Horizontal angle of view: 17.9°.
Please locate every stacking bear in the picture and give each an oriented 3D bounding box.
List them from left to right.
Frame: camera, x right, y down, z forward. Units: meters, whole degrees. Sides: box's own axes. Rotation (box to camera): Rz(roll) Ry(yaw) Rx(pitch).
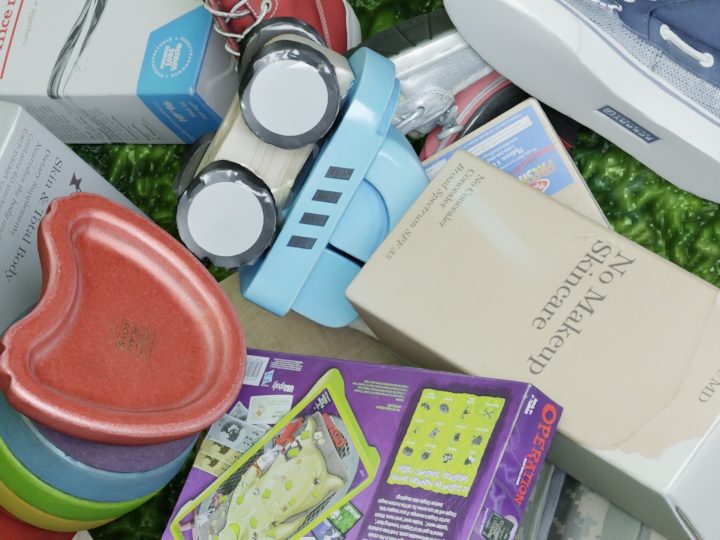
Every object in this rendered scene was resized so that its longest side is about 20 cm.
[{"bbox_3d":[-0.144,0.075,1.092,0.200,0.113,0.122,-48,23,47],"label":"stacking bear"}]

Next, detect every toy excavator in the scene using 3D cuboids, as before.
[{"bbox_3d":[0.000,0.000,1.114,0.195,0.199,0.100,-61,10,10],"label":"toy excavator"}]

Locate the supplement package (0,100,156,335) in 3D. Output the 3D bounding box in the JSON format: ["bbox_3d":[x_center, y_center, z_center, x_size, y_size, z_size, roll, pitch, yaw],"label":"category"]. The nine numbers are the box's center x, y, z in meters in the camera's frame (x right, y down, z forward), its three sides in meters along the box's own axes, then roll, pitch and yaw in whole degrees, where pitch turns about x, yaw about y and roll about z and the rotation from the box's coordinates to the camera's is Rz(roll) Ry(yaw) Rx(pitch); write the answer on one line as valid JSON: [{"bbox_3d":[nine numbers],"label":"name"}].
[{"bbox_3d":[-0.214,0.009,1.237,0.150,0.200,0.152,13,73,31],"label":"supplement package"}]

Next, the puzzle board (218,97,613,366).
[{"bbox_3d":[0.042,0.026,1.168,0.199,0.017,0.151,-30,91,10],"label":"puzzle board"}]

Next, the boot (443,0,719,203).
[{"bbox_3d":[0.135,-0.120,1.146,0.073,0.200,0.091,-7,53,60],"label":"boot"}]

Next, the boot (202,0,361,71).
[{"bbox_3d":[-0.049,-0.096,1.240,0.072,0.144,0.201,-15,61,19],"label":"boot"}]

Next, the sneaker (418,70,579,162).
[{"bbox_3d":[0.083,-0.107,1.237,0.201,0.074,0.087,-56,37,-7],"label":"sneaker"}]

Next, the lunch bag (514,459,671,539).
[{"bbox_3d":[0.122,0.136,1.060,0.199,0.118,0.165,4,66,35],"label":"lunch bag"}]

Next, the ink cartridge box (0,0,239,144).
[{"bbox_3d":[-0.157,-0.141,1.362,0.199,0.068,0.117,2,67,28],"label":"ink cartridge box"}]

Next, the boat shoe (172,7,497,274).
[{"bbox_3d":[0.001,-0.074,1.182,0.201,0.065,0.074,-32,17,0],"label":"boat shoe"}]

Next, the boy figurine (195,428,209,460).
[{"bbox_3d":[-0.038,0.128,1.085,0.124,0.064,0.200,-49,32,1],"label":"boy figurine"}]

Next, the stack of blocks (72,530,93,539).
[{"bbox_3d":[-0.204,0.226,1.178,0.199,0.115,0.059,-32,55,-13],"label":"stack of blocks"}]

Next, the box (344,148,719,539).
[{"bbox_3d":[0.099,0.035,1.009,0.200,0.078,0.095,30,77,39],"label":"box"}]

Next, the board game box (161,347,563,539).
[{"bbox_3d":[-0.008,0.099,0.994,0.199,0.032,0.120,5,63,51],"label":"board game box"}]
